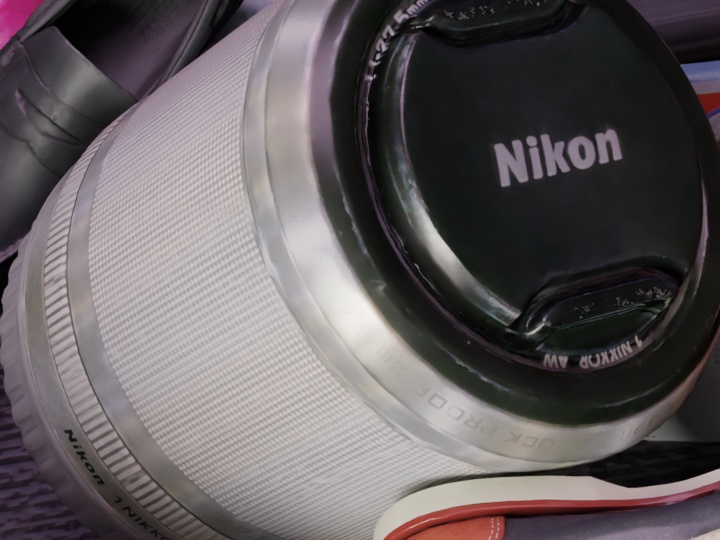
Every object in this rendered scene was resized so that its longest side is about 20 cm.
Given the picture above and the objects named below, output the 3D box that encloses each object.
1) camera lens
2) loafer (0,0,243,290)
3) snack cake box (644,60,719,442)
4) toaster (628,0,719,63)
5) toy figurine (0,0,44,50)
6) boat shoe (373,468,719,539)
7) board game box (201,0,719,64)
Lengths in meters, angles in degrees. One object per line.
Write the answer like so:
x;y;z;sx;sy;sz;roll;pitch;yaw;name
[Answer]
0.000;0.000;0.856;0.160;0.160;0.200;-46;10;-38;camera lens
-0.112;-0.067;1.087;0.068;0.070;0.201;40;75;1;loafer
0.143;-0.009;0.857;0.067;0.116;0.200;-12;6;-34;snack cake box
0.098;-0.135;1.023;0.129;0.114;0.200;-9;20;2;toaster
-0.135;-0.141;1.208;0.184;0.150;0.200;-38;19;-17;toy figurine
0.100;0.087;0.769;0.199;0.071;0.063;-6;45;4;boat shoe
0.063;-0.084;1.116;0.198;0.044;0.200;-25;37;-16;board game box
